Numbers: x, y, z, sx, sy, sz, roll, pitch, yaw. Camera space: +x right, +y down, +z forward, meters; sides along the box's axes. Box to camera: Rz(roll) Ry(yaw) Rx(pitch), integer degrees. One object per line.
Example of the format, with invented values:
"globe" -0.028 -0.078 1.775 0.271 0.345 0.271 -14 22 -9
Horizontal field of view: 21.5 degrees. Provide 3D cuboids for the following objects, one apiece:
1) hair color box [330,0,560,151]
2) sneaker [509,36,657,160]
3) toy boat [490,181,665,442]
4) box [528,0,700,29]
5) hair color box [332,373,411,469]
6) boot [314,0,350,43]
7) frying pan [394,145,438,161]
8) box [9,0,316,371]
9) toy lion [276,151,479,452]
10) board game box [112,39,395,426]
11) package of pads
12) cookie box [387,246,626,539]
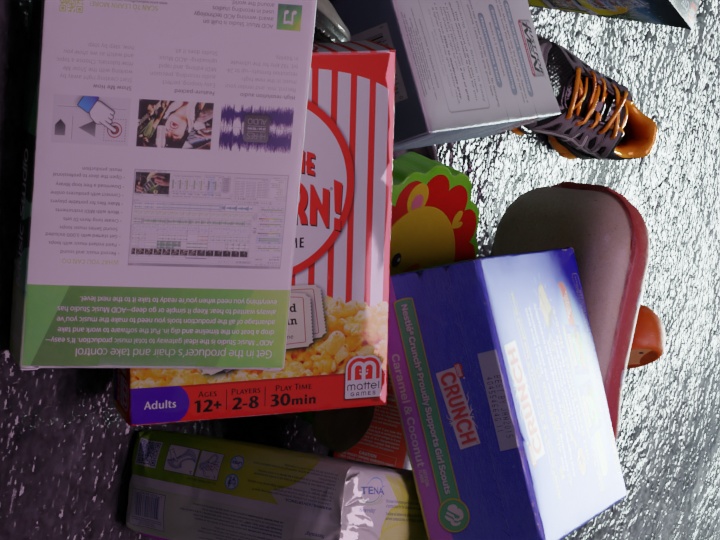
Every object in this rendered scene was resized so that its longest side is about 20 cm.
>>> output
"hair color box" 0.055 -0.137 1.255 0.199 0.060 0.100 -15 89 -59
"sneaker" 0.173 -0.132 1.495 0.200 0.077 0.079 16 88 -61
"toy boat" 0.161 0.044 1.330 0.130 0.130 0.202 12 90 -35
"box" 0.152 -0.231 1.352 0.200 0.135 0.038 28 76 -61
"hair color box" 0.037 0.087 1.344 0.101 0.061 0.202 11 91 -63
"boot" -0.047 -0.205 1.076 0.200 0.067 0.132 36 63 -61
"frying pan" -0.008 -0.030 1.240 0.190 0.031 0.116 -45 129 -36
"box" -0.102 -0.049 0.975 0.143 0.036 0.202 2 101 -20
"toy lion" 0.000 0.000 1.192 0.192 0.068 0.200 -52 144 -16
"board game box" -0.060 -0.023 1.040 0.150 0.046 0.202 -4 104 -19
"package of pads" -0.026 0.146 1.146 0.200 0.153 0.069 19 80 -62
"cookie box" 0.089 0.076 1.162 0.200 0.075 0.173 -5 82 -69
